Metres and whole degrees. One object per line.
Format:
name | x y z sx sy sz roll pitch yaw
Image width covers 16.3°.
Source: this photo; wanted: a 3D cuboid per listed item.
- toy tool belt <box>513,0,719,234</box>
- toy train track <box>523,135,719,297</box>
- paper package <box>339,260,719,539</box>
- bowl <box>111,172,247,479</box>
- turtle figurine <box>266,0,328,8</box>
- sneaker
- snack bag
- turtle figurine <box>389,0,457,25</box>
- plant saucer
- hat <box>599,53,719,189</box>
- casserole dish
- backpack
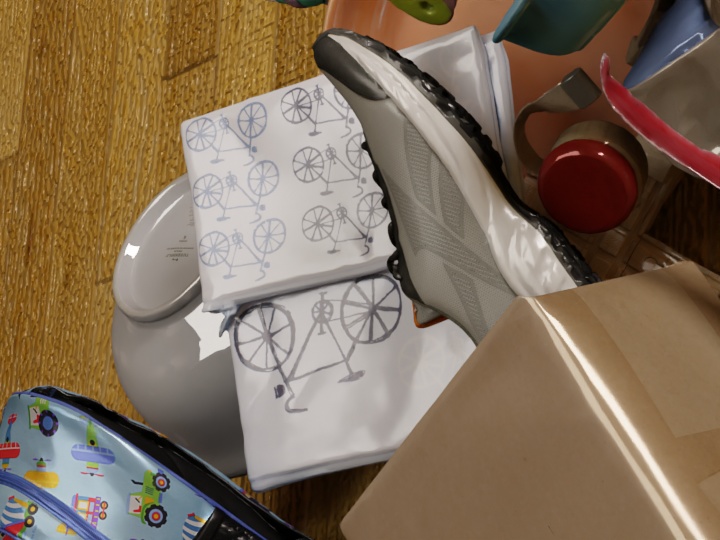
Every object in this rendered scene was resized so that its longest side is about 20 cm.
toy tool belt | 0.170 -0.101 1.126 0.200 0.125 0.123 -35 15 33
toy train track | 0.096 0.024 1.181 0.114 0.032 0.201 30 98 25
paper package | 0.109 0.129 1.045 0.201 0.103 0.191 58 136 23
bowl | -0.072 0.007 1.376 0.201 0.090 0.202 -30 40 29
turtle figurine | 0.018 -0.183 1.338 0.150 0.200 0.101 -44 80 -1
sneaker | 0.035 -0.027 1.139 0.079 0.074 0.201 -38 78 12
snack bag | 0.000 0.000 1.218 0.188 0.021 0.201 -14 79 31
turtle figurine | 0.063 -0.188 1.155 0.199 0.064 0.162 -3 50 42
plant saucer | 0.078 -0.101 1.228 0.199 0.037 0.202 3 99 21
hat | 0.193 0.033 0.968 0.200 0.175 0.167 20 92 55
casserole dish | 0.125 -0.168 1.074 0.201 0.039 0.121 -56 3 -16
backpack | -0.116 0.152 1.252 0.135 0.200 0.183 -56 5 -15
